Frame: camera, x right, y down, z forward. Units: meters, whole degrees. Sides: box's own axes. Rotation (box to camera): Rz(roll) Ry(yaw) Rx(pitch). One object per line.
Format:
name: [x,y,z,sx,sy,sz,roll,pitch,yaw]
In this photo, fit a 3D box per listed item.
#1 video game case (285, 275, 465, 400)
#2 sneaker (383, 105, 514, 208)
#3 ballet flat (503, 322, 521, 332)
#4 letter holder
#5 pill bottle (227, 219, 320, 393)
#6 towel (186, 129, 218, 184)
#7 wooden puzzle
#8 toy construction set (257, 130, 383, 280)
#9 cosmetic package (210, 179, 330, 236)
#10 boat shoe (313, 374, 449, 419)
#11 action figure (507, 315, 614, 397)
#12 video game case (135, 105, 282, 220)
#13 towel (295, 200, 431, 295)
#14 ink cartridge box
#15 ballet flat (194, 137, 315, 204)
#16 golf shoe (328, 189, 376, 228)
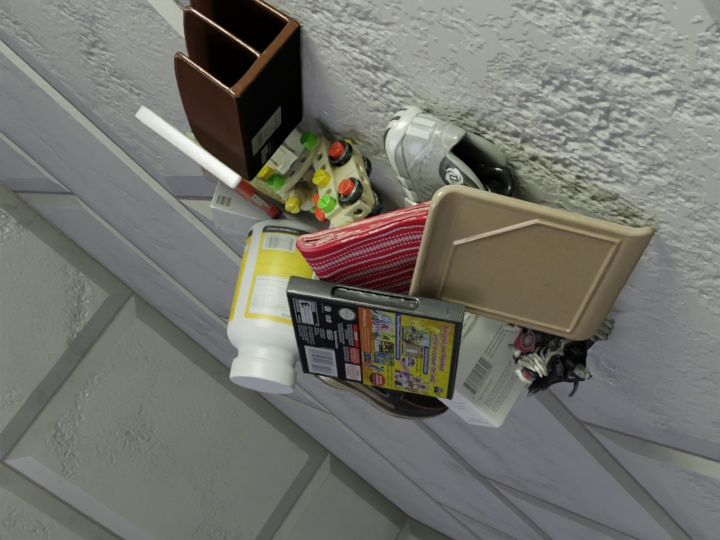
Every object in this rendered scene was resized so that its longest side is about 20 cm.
video game case: [0.018,0.077,1.012,0.180,0.026,0.200,10,150,8]
sneaker: [0.102,-0.070,0.911,0.115,0.075,0.200,20,157,36]
ballet flat: [0.124,-0.001,1.069,0.200,0.072,0.072,38,163,-5]
letter holder: [-0.146,-0.206,0.977,0.142,0.101,0.200,35,164,8]
pill bottle: [-0.104,0.046,1.165,0.111,0.201,0.112,9,161,3]
towel: [-0.150,-0.128,1.312,0.199,0.035,0.133,30,163,14]
wooden puzzle: [0.154,-0.008,0.888,0.199,0.037,0.185,10,146,1]
toy construction set: [-0.040,-0.071,1.038,0.092,0.131,0.201,22,-142,-51]
cosmetic package: [-0.093,-0.067,1.234,0.199,0.051,0.083,14,160,-1]
boat shoe: [0.033,0.134,1.188,0.199,0.075,0.073,19,148,-13]
action figure: [0.207,0.072,1.017,0.200,0.119,0.102,50,180,-22]
video game case: [-0.171,-0.121,1.097,0.143,0.017,0.200,36,179,11]
towel: [0.030,0.000,0.955,0.144,0.023,0.200,-14,150,10]
ink cartridge box: [0.117,0.075,1.148,0.200,0.145,0.084,39,162,-15]
ballet flat: [-0.128,-0.145,1.177,0.199,0.071,0.071,32,163,14]
golf shoe: [0.000,0.000,1.105,0.075,0.201,0.091,16,174,-36]
